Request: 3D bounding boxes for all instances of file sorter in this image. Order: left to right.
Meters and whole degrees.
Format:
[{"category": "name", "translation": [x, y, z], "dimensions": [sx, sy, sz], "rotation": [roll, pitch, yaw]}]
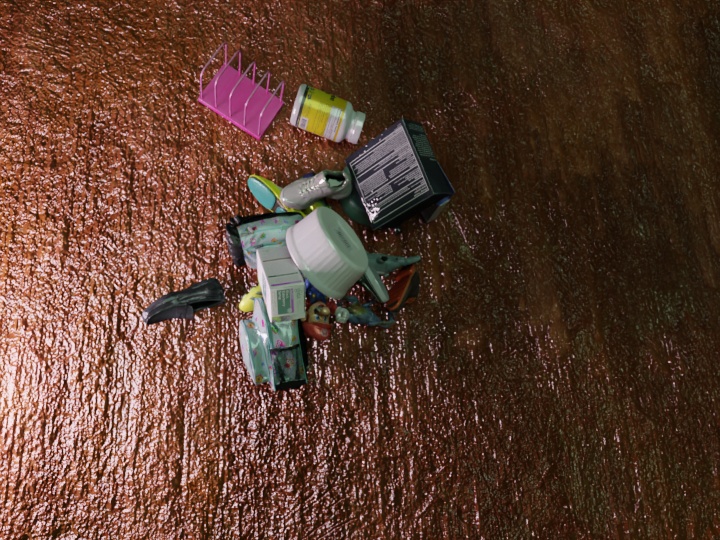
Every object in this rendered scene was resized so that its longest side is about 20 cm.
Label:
[{"category": "file sorter", "translation": [-0.316, -0.487, 1.479], "dimensions": [0.196, 0.126, 0.141], "rotation": [31, 68, -4]}]

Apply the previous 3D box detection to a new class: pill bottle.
[{"category": "pill bottle", "translation": [-0.089, -0.428, 1.531], "dimensions": [0.194, 0.113, 0.116], "rotation": [19, 69, -9]}]

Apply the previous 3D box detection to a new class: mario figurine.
[{"category": "mario figurine", "translation": [-0.092, 0.064, 1.307], "dimensions": [0.119, 0.107, 0.206], "rotation": [-7, 65, 5]}]

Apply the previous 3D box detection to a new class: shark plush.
[{"category": "shark plush", "translation": [0.057, -0.012, 1.435], "dimensions": [0.193, 0.084, 0.094], "rotation": [8, 73, 8]}]

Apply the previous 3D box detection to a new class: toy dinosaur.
[{"category": "toy dinosaur", "translation": [0.007, 0.106, 1.426], "dimensions": [0.181, 0.196, 0.108], "rotation": [40, 46, -37]}]

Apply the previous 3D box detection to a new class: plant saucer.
[{"category": "plant saucer", "translation": [0.033, -0.227, 1.516], "dimensions": [0.192, 0.036, 0.208], "rotation": [0, 82, -2]}]

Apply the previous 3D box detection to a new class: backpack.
[{"category": "backpack", "translation": [-0.224, -0.073, 1.354], "dimensions": [0.193, 0.167, 0.131], "rotation": [-10, 86, -10]}, {"category": "backpack", "translation": [-0.201, 0.157, 1.264], "dimensions": [0.148, 0.175, 0.208], "rotation": [-2, 97, -18]}]

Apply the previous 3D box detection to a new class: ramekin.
[{"category": "ramekin", "translation": [-0.069, -0.046, 1.255], "dimensions": [0.097, 0.200, 0.203], "rotation": [-38, 84, 19]}]

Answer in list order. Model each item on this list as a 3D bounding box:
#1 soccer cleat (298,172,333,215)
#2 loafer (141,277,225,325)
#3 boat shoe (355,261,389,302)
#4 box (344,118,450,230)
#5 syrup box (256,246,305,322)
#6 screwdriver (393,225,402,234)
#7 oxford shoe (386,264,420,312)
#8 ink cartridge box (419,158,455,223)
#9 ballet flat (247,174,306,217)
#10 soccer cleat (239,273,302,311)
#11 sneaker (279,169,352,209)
[{"category": "soccer cleat", "translation": [-0.117, -0.160, 1.478], "dimensions": [0.081, 0.065, 0.206], "rotation": [-20, 82, 8]}, {"category": "loafer", "translation": [-0.415, 0.084, 1.304], "dimensions": [0.196, 0.069, 0.072], "rotation": [-24, 71, -24]}, {"category": "boat shoe", "translation": [0.000, 0.000, 1.374], "dimensions": [0.056, 0.069, 0.203], "rotation": [-34, 85, 12]}, {"category": "box", "translation": [0.094, -0.237, 1.400], "dimensions": [0.122, 0.197, 0.204], "rotation": [-10, 75, -57]}, {"category": "syrup box", "translation": [-0.177, 0.025, 1.209], "dimensions": [0.079, 0.201, 0.081], "rotation": [-7, 117, -15]}, {"category": "screwdriver", "translation": [0.064, -0.193, 1.544], "dimensions": [0.028, 0.028, 0.205], "rotation": [-26, 84, 8]}, {"category": "oxford shoe", "translation": [0.121, 0.056, 1.424], "dimensions": [0.073, 0.070, 0.201], "rotation": [53, 34, -14]}, {"category": "ink cartridge box", "translation": [0.165, -0.249, 1.498], "dimensions": [0.046, 0.200, 0.201], "rotation": [-28, 81, -11]}, {"category": "ballet flat", "translation": [-0.212, -0.180, 1.454], "dimensions": [0.200, 0.067, 0.067], "rotation": [46, 46, -1]}, {"category": "soccer cleat", "translation": [-0.203, 0.060, 1.364], "dimensions": [0.196, 0.065, 0.085], "rotation": [-26, 77, -22]}, {"category": "sneaker", "translation": [-0.113, -0.218, 1.402], "dimensions": [0.194, 0.100, 0.080], "rotation": [-17, 79, -8]}]
